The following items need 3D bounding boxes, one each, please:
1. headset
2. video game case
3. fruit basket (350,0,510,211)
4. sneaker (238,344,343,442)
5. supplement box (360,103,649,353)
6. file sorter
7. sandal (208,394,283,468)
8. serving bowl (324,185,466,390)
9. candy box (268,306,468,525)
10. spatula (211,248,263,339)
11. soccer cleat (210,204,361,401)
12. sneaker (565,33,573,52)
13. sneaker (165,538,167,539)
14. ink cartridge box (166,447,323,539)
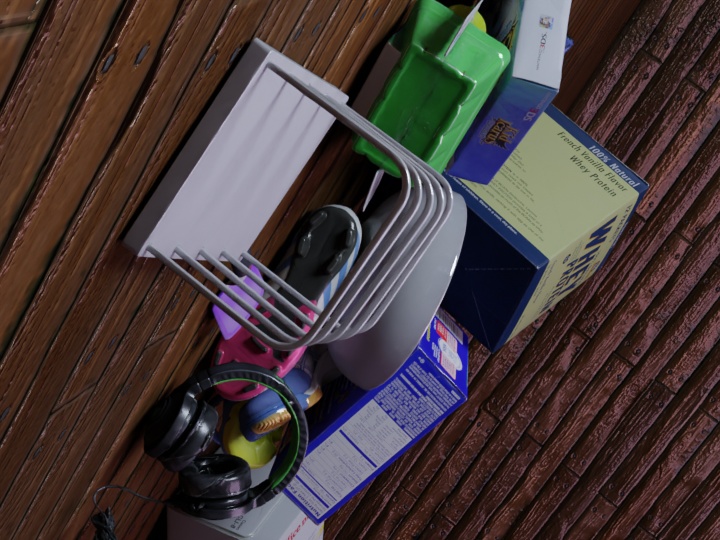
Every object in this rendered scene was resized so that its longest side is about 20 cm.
[{"bbox_3d":[-0.136,0.163,1.126,0.198,0.124,0.094,-30,-163,-4],"label":"headset"},{"bbox_3d":[0.131,-0.196,1.167,0.200,0.045,0.184,122,-21,-68],"label":"video game case"},{"bbox_3d":[0.057,-0.164,1.111,0.186,0.093,0.201,-59,-173,33],"label":"fruit basket"},{"bbox_3d":[-0.074,0.090,1.276,0.075,0.089,0.200,-30,-175,27],"label":"sneaker"},{"bbox_3d":[0.145,-0.064,1.382,0.199,0.200,0.135,-33,157,-38],"label":"supplement box"},{"bbox_3d":[-0.030,-0.035,0.841,0.139,0.124,0.200,-55,170,7],"label":"file sorter"},{"bbox_3d":[-0.098,0.107,1.365,0.087,0.080,0.201,-9,-140,50],"label":"sandal"},{"bbox_3d":[0.019,0.005,1.242,0.201,0.065,0.201,-58,-165,25],"label":"serving bowl"},{"bbox_3d":[0.012,0.133,1.328,0.200,0.077,0.169,-41,-171,15],"label":"candy box"},{"bbox_3d":[-0.094,0.001,1.042,0.057,0.020,0.200,-51,171,-18],"label":"spatula"},{"bbox_3d":[-0.060,0.033,1.215,0.201,0.070,0.086,-55,173,-1],"label":"soccer cleat"},{"bbox_3d":[0.246,-0.245,1.911,0.201,0.078,0.075,-58,173,24],"label":"sneaker"},{"bbox_3d":[-0.215,0.362,1.704,0.082,0.074,0.200,-57,173,25],"label":"sneaker"},{"bbox_3d":[-0.135,0.334,1.606,0.145,0.143,0.202,-46,149,-50],"label":"ink cartridge box"}]
